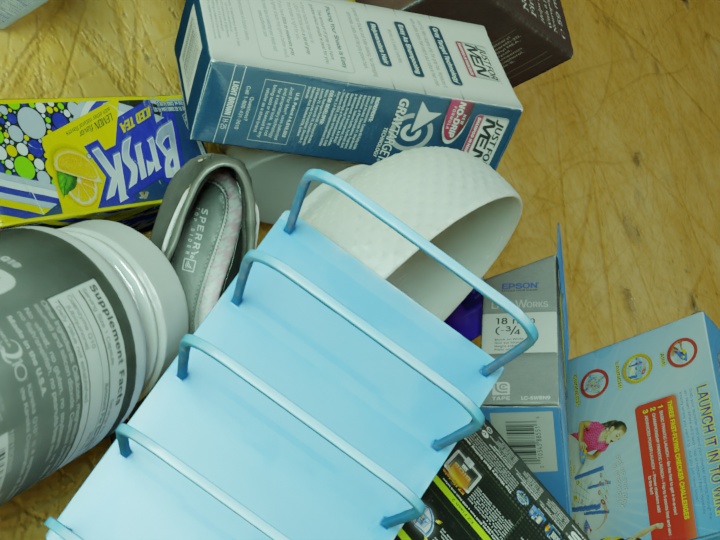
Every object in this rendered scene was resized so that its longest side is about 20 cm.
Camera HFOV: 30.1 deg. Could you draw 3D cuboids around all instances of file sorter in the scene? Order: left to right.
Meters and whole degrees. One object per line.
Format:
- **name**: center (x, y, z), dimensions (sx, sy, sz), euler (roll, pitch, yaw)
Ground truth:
- **file sorter**: center (-0.030, 0.076, 0.608), dimensions (0.138, 0.123, 0.201), euler (35, 73, 0)

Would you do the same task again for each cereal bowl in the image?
- **cereal bowl**: center (0.000, 0.000, 0.799), dimensions (0.083, 0.200, 0.200), euler (44, 24, 16)

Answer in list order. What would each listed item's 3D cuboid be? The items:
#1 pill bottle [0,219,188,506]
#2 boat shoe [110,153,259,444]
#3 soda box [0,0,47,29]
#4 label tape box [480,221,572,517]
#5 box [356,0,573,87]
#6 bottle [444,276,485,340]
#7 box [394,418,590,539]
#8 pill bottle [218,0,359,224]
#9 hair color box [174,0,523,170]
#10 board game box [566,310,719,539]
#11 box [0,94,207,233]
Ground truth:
- **pill bottle**: center (-0.171, 0.044, 0.615), dimensions (0.115, 0.113, 0.200), euler (64, 28, -4)
- **boat shoe**: center (-0.097, 0.033, 0.735), dimensions (0.066, 0.057, 0.202), euler (11, 84, -14)
- **soda box**: center (-0.248, -0.208, 0.716), dimensions (0.200, 0.063, 0.069), euler (24, 49, -51)
- **label tape box**: center (0.130, 0.081, 1.049), dimensions (0.201, 0.063, 0.145), euler (-82, 165, -48)
- **box**: center (0.055, -0.248, 1.156), dimensions (0.199, 0.163, 0.167), euler (19, 54, -54)
- **bottle**: center (0.043, -0.035, 1.085), dimensions (0.201, 0.065, 0.083), euler (64, 23, -4)
- **box**: center (0.042, 0.156, 0.741), dimensions (0.200, 0.048, 0.193), euler (49, 37, 4)
- **pill bottle**: center (-0.053, -0.141, 0.949), dimensions (0.114, 0.114, 0.201), euler (28, 47, -49)
- **hair color box**: center (-0.009, -0.118, 0.832), dimensions (0.198, 0.061, 0.100), euler (6, 41, -20)
- **board game box**: center (0.221, 0.159, 1.113), dimensions (0.056, 0.195, 0.201), euler (39, 39, -40)
- **box**: center (-0.164, -0.053, 0.748), dimensions (0.200, 0.064, 0.071), euler (-16, 83, -61)
